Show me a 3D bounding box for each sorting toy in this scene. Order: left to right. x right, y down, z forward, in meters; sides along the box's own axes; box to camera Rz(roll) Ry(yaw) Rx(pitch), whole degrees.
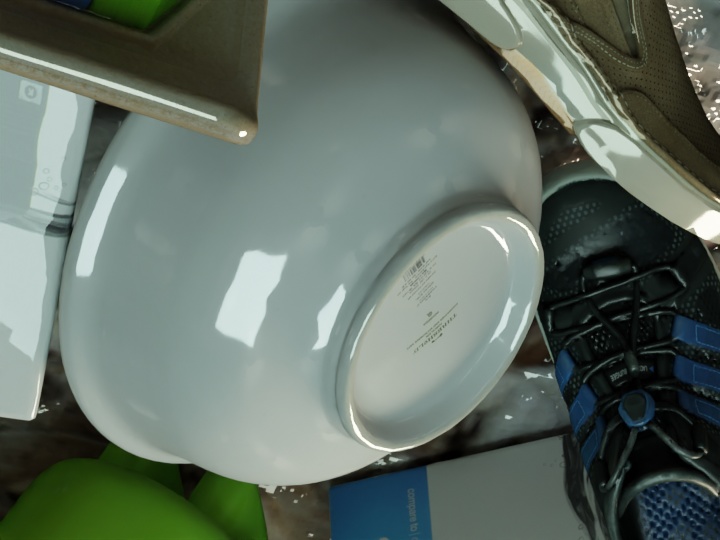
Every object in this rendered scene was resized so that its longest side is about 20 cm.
[{"bbox_3d":[-0.108,-0.138,0.774,0.185,0.200,0.037,17,136,-17],"label":"sorting toy"}]

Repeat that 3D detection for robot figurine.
[{"bbox_3d":[-0.114,0.156,1.029,0.175,0.200,0.116,25,149,20],"label":"robot figurine"}]

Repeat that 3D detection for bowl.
[{"bbox_3d":[0.000,0.000,0.906,0.201,0.090,0.202,-32,140,-32],"label":"bowl"}]

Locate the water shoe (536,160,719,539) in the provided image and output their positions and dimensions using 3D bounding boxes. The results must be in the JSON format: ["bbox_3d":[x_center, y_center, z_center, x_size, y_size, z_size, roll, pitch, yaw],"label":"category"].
[{"bbox_3d":[0.115,0.055,0.977,0.071,0.079,0.201,-19,95,8],"label":"water shoe"}]

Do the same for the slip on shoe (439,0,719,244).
[{"bbox_3d":[0.083,-0.087,0.918,0.061,0.076,0.200,-43,111,14],"label":"slip on shoe"}]

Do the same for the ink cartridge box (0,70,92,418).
[{"bbox_3d":[-0.165,-0.061,0.880,0.145,0.084,0.201,8,117,-11],"label":"ink cartridge box"}]

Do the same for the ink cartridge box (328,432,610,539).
[{"bbox_3d":[0.101,0.146,1.110,0.199,0.084,0.145,-13,129,8],"label":"ink cartridge box"}]
